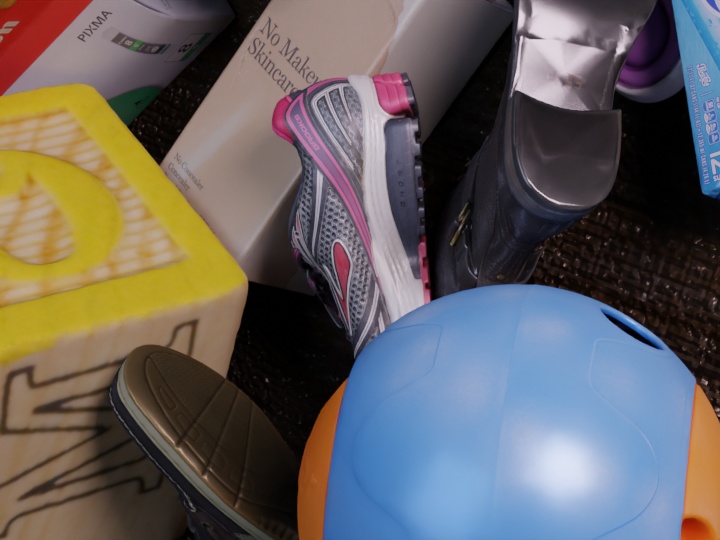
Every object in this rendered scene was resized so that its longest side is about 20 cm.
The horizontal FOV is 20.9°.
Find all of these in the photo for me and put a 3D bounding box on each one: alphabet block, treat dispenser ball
[{"bbox_3d":[-0.202,0.042,1.073,0.195,0.195,0.201,48,137,32],"label":"alphabet block"},{"bbox_3d":[0.071,0.108,0.882,0.200,0.200,0.203,-8,76,37],"label":"treat dispenser ball"}]

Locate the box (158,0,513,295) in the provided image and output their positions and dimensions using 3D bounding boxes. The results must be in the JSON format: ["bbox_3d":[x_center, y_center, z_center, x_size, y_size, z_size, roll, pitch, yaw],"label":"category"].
[{"bbox_3d":[-0.016,-0.095,1.068,0.095,0.077,0.201,47,110,34],"label":"box"}]

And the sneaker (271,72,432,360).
[{"bbox_3d":[0.000,0.000,1.007,0.074,0.081,0.202,-5,97,3],"label":"sneaker"}]

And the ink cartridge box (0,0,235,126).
[{"bbox_3d":[-0.180,-0.109,1.123,0.161,0.200,0.050,-41,82,25],"label":"ink cartridge box"}]

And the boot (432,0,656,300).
[{"bbox_3d":[0.078,-0.071,0.960,0.174,0.069,0.201,122,164,-64],"label":"boot"}]

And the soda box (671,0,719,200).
[{"bbox_3d":[0.188,-0.132,0.920,0.064,0.068,0.202,-18,71,35],"label":"soda box"}]

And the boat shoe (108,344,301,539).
[{"bbox_3d":[-0.060,0.122,1.007,0.066,0.201,0.072,-37,20,34],"label":"boat shoe"}]

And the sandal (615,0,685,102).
[{"bbox_3d":[0.109,-0.172,1.001,0.083,0.050,0.203,-49,55,19],"label":"sandal"}]
